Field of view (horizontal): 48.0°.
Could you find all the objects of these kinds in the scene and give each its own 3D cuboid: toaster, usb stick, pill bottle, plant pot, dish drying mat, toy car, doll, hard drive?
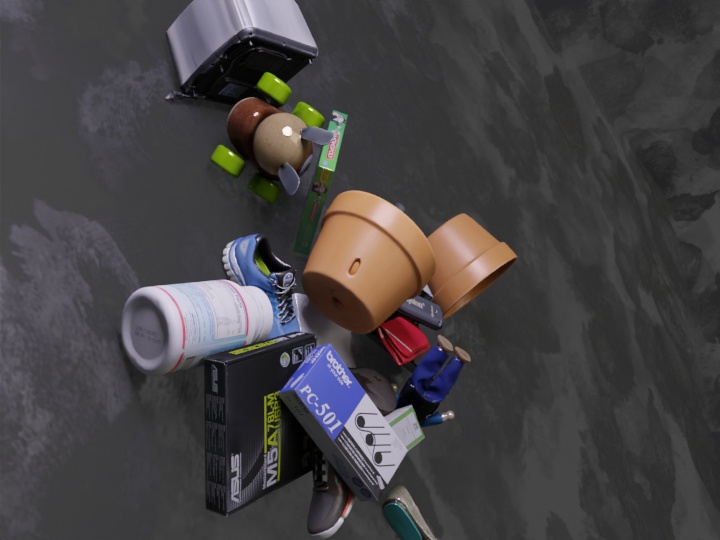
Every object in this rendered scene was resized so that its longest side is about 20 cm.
[{"bbox_3d":[-0.197,-0.354,1.286,0.198,0.179,0.121,-2,66,-54],"label":"toaster"},{"bbox_3d":[0.072,0.055,1.434,0.197,0.033,0.056,26,38,-33],"label":"usb stick"},{"bbox_3d":[-0.209,0.070,1.071,0.198,0.107,0.111,-5,74,-56],"label":"pill bottle"},{"bbox_3d":[0.000,0.000,1.260,0.201,0.198,0.141,49,62,-23],"label":"plant pot"},{"bbox_3d":[0.202,-0.019,1.648,0.141,0.200,0.199,53,32,11],"label":"plant pot"},{"bbox_3d":[0.076,0.114,1.375,0.077,0.018,0.199,53,15,9],"label":"dish drying mat"},{"bbox_3d":[-0.110,-0.184,1.235,0.157,0.199,0.166,34,89,-38],"label":"toy car"},{"bbox_3d":[0.107,0.214,1.365,0.135,0.202,0.049,31,14,-20],"label":"doll"},{"bbox_3d":[-0.056,0.146,1.316,0.130,0.026,0.205,16,59,-49],"label":"hard drive"}]

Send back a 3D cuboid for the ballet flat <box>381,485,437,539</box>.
[{"bbox_3d":[0.102,0.443,1.327,0.203,0.066,0.062,62,24,-7],"label":"ballet flat"}]

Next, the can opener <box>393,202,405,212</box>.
[{"bbox_3d":[0.062,-0.093,1.525,0.052,0.067,0.200,35,7,-14],"label":"can opener"}]

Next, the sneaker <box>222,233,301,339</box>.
[{"bbox_3d":[-0.132,0.039,1.216,0.078,0.088,0.204,-33,97,-55],"label":"sneaker"}]

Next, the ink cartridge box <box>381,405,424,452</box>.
[{"bbox_3d":[0.007,0.280,1.253,0.199,0.102,0.061,-22,87,-56],"label":"ink cartridge box"}]

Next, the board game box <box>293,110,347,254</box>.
[{"bbox_3d":[-0.067,-0.142,1.336,0.028,0.202,0.137,15,49,-7],"label":"board game box"}]

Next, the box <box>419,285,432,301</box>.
[{"bbox_3d":[0.039,-0.015,1.482,0.199,0.060,0.118,37,20,-38],"label":"box"}]

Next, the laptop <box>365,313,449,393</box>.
[{"bbox_3d":[0.079,0.105,1.461,0.177,0.102,0.204,42,43,-33],"label":"laptop"}]

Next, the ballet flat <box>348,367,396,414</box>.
[{"bbox_3d":[-0.018,0.185,1.273,0.198,0.046,0.069,23,47,-41],"label":"ballet flat"}]

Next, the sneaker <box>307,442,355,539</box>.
[{"bbox_3d":[-0.048,0.276,1.155,0.082,0.076,0.204,39,55,-34],"label":"sneaker"}]

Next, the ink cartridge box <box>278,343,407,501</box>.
[{"bbox_3d":[-0.021,0.212,1.118,0.202,0.044,0.094,54,48,-15],"label":"ink cartridge box"}]

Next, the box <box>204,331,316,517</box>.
[{"bbox_3d":[-0.131,0.199,1.092,0.192,0.046,0.206,-11,105,-58],"label":"box"}]
